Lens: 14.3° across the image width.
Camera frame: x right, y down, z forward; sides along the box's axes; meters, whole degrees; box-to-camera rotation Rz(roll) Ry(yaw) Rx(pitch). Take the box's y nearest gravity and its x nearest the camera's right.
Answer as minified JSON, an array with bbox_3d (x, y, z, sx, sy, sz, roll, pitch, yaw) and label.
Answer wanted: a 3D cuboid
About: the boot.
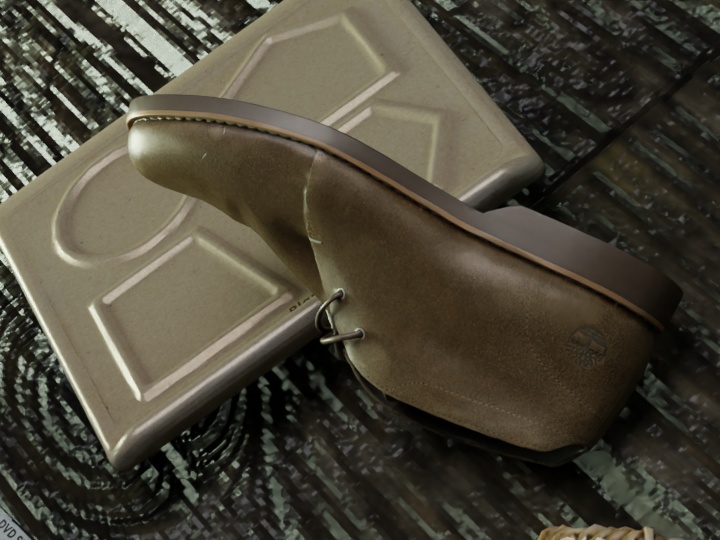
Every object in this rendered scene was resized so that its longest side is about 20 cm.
[{"bbox_3d":[0.000,0.000,0.950,0.200,0.074,0.076,24,85,18],"label":"boot"}]

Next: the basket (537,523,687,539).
[{"bbox_3d":[0.098,0.139,0.682,0.149,0.200,0.143,-33,40,6],"label":"basket"}]

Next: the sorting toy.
[{"bbox_3d":[-0.038,-0.024,1.076,0.185,0.036,0.200,-35,35,1],"label":"sorting toy"}]

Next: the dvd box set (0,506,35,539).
[{"bbox_3d":[-0.170,0.173,0.974,0.200,0.029,0.146,-44,40,-9],"label":"dvd box set"}]
